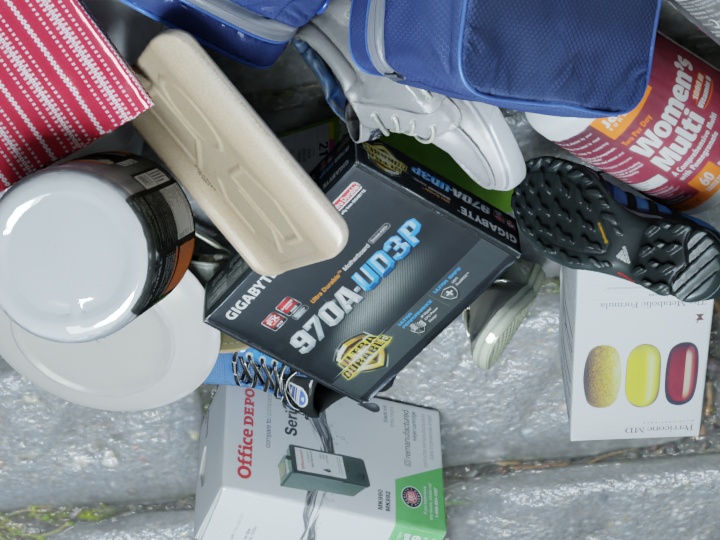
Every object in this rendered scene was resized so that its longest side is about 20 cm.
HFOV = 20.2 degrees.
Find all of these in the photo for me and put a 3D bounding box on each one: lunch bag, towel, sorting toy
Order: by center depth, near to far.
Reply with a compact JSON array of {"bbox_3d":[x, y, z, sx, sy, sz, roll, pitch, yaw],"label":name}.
[{"bbox_3d":[0.083,-0.176,1.308,0.199,0.132,0.136,6,96,-39],"label":"lunch bag"},{"bbox_3d":[-0.100,-0.231,1.354,0.200,0.136,0.132,27,126,-26],"label":"lunch bag"},{"bbox_3d":[-0.258,-0.128,1.388,0.200,0.023,0.145,-25,115,24],"label":"towel"},{"bbox_3d":[-0.089,-0.080,1.397,0.036,0.200,0.185,-42,96,-16],"label":"sorting toy"}]

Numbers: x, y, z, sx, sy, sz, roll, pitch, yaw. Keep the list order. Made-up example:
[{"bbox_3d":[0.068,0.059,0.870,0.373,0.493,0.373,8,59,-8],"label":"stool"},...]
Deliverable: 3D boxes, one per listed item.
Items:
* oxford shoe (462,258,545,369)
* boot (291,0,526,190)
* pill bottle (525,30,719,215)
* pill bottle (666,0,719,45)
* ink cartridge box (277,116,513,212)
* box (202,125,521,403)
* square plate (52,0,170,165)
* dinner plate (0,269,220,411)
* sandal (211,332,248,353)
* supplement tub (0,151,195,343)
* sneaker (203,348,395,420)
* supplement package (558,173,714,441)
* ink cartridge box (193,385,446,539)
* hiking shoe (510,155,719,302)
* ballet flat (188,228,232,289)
[{"bbox_3d":[0.103,0.025,1.581,0.058,0.200,0.075,35,108,0],"label":"oxford shoe"},{"bbox_3d":[0.031,-0.118,1.465,0.200,0.096,0.074,52,160,-13],"label":"boot"},{"bbox_3d":[0.190,-0.129,1.484,0.200,0.110,0.110,28,126,-25],"label":"pill bottle"},{"bbox_3d":[0.246,-0.233,1.388,0.200,0.117,0.116,35,123,-28],"label":"pill bottle"},{"bbox_3d":[0.024,-0.051,1.573,0.199,0.076,0.148,-16,131,14],"label":"ink cartridge box"},{"bbox_3d":[0.000,0.000,1.537,0.159,0.046,0.200,29,125,-25],"label":"box"},{"bbox_3d":[-0.225,-0.141,1.458,0.197,0.028,0.200,-6,134,-32],"label":"square plate"},{"bbox_3d":[-0.210,0.045,1.602,0.199,0.024,0.201,5,130,6],"label":"dinner plate"},{"bbox_3d":[-0.185,0.035,1.663,0.211,0.078,0.070,10,152,-3],"label":"sandal"},{"bbox_3d":[-0.187,-0.021,1.441,0.122,0.200,0.123,1,97,5],"label":"supplement tub"},{"bbox_3d":[-0.062,0.074,1.675,0.199,0.089,0.079,-4,132,5],"label":"sneaker"},{"bbox_3d":[0.221,0.031,1.631,0.113,0.110,0.200,-3,133,1],"label":"supplement package"},{"bbox_3d":[-0.035,0.178,1.732,0.199,0.146,0.084,13,131,-14],"label":"ink cartridge box"},{"bbox_3d":[0.198,-0.023,1.501,0.087,0.200,0.075,13,105,-52],"label":"hiking shoe"},{"bbox_3d":[-0.180,-0.019,1.611,0.199,0.067,0.064,17,98,-4],"label":"ballet flat"}]
